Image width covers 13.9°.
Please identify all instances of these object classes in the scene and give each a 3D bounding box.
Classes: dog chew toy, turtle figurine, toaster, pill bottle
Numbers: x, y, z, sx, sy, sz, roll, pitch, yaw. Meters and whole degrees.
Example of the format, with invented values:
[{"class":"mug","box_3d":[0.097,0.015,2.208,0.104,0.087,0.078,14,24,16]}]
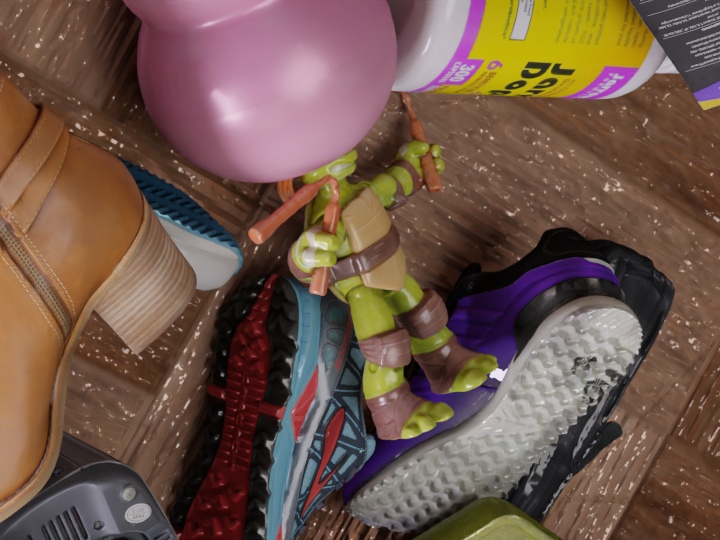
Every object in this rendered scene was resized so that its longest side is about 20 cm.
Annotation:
[{"class":"dog chew toy","box_3d":[-0.061,-0.143,1.368,0.124,0.124,0.200,-32,115,-21]},{"class":"turtle figurine","box_3d":[0.000,0.000,1.449,0.162,0.064,0.200,66,26,-12]},{"class":"toaster","box_3d":[-0.146,0.162,1.416,0.113,0.129,0.200,-33,123,-19]},{"class":"pill bottle","box_3d":[0.089,-0.139,1.478,0.199,0.104,0.105,0,108,-35]}]

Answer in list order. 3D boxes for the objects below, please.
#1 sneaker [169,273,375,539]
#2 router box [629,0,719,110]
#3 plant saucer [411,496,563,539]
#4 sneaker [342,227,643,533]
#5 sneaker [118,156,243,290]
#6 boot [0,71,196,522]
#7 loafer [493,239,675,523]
[{"class":"sneaker","box_3d":[-0.031,0.104,1.507,0.095,0.079,0.201,6,104,-38]},{"class":"router box","box_3d":[0.175,-0.204,1.466,0.157,0.052,0.200,52,41,-26]},{"class":"plant saucer","box_3d":[0.059,0.200,1.581,0.200,0.048,0.200,-34,132,23]},{"class":"sneaker","box_3d":[0.063,0.053,1.554,0.069,0.100,0.200,26,123,-39]},{"class":"sneaker","box_3d":[-0.150,-0.014,1.388,0.199,0.077,0.081,11,109,-30]},{"class":"boot","box_3d":[-0.181,0.018,1.300,0.200,0.074,0.155,-50,130,-10]},{"class":"loafer","box_3d":[0.110,0.082,1.601,0.070,0.068,0.201,27,88,-29]}]
